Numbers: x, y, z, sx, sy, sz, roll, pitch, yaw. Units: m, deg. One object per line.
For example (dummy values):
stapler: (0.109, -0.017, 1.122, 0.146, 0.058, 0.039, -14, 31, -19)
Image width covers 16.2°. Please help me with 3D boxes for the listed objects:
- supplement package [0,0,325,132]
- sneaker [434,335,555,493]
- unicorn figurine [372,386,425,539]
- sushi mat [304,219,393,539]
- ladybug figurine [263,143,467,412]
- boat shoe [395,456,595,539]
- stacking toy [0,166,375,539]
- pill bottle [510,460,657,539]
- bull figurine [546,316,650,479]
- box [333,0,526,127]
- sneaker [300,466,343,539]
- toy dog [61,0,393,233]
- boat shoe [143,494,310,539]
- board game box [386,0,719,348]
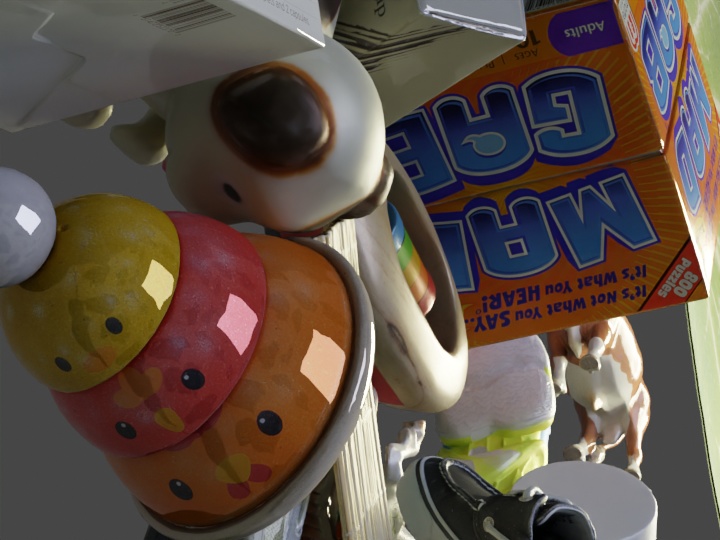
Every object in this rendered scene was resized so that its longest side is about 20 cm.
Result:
supplement package: (-0.126, -0.139, 0.998, 0.200, 0.155, 0.111, 15, 63, -69)
sneaker: (0.086, 0.137, 1.598, 0.105, 0.075, 0.200, 74, 21, -49)
unicorn figurine: (0.024, 0.162, 1.398, 0.200, 0.074, 0.138, 46, 33, -30)
sushi mat: (-0.002, 0.075, 1.202, 0.096, 0.012, 0.201, -51, 135, -77)
ladybug figurine: (0.000, 0.000, 1.407, 0.136, 0.072, 0.200, -87, 157, -48)
boat shoe: (0.088, 0.143, 1.288, 0.072, 0.068, 0.200, 16, 20, -36)
stacking toy: (-0.105, 0.017, 1.065, 0.200, 0.146, 0.146, 33, 44, -38)
pill bottle: (0.123, 0.216, 1.472, 0.112, 0.112, 0.201, -69, 164, -59)
bull figurine: (0.170, 0.063, 1.888, 0.122, 0.065, 0.200, -74, 144, -49)
box: (-0.008, -0.115, 1.258, 0.068, 0.200, 0.082, 9, 63, -35)
sneaker: (-0.031, 0.136, 1.250, 0.200, 0.071, 0.080, -87, 172, -46)
toy dog: (-0.049, -0.108, 1.165, 0.140, 0.193, 0.201, 58, 16, -65)
boat shoe: (-0.057, 0.109, 1.177, 0.065, 0.074, 0.202, 67, 24, -46)
board game box: (0.102, -0.094, 1.572, 0.200, 0.199, 0.200, -68, 141, -59)
